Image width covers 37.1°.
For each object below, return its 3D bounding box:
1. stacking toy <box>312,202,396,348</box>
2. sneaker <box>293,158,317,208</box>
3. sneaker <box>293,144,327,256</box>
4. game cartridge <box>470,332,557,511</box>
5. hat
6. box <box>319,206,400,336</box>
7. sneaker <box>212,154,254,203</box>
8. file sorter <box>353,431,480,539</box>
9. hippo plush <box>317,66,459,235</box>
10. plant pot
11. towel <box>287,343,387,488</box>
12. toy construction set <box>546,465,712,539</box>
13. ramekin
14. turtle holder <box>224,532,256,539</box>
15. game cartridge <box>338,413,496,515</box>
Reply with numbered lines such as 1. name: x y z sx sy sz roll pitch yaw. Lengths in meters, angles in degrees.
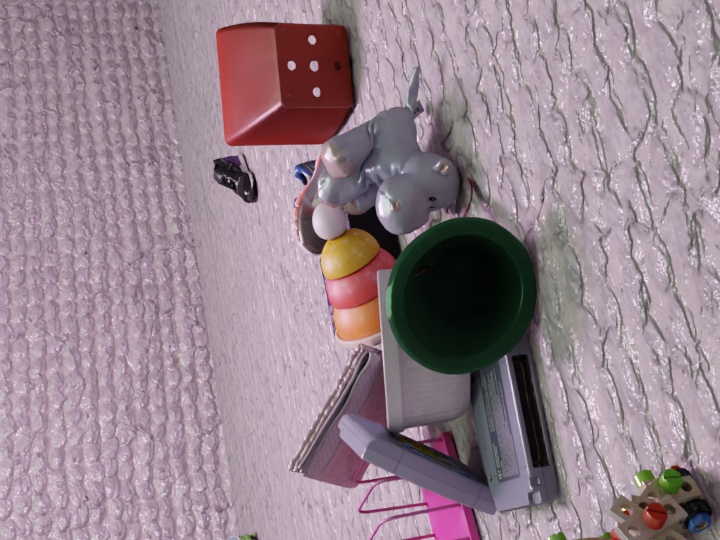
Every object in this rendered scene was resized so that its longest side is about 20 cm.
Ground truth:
1. stacking toy: -0.006 -0.008 1.483 0.202 0.145 0.146 63 169 -18
2. sneaker: -0.078 -0.101 1.894 0.077 0.084 0.203 131 131 -67
3. sneaker: -0.052 -0.123 1.758 0.082 0.076 0.203 4 79 61
4. game cartridge: 0.171 0.173 1.242 0.133 0.041 0.204 125 137 -71
5. hat: 0.106 0.013 1.246 0.167 0.198 0.176 60 173 -10
6. box: 0.000 0.000 1.686 0.201 0.077 0.143 118 146 -61
7. sneaker: -0.314 -0.218 2.630 0.201 0.086 0.077 -122 32 -56
8. file sorter: 0.073 0.347 1.457 0.140 0.123 0.203 112 149 -56
9. hippo plush: 0.058 -0.118 1.400 0.161 0.199 0.160 43 163 27
10. plant pot: -0.114 -0.324 1.800 0.175 0.197 0.204 -5 90 61
11. towel: -0.002 0.206 1.488 0.032 0.191 0.202 30 90 28
12. toy construction set: 0.226 0.230 0.914 0.201 0.129 0.093 111 149 -54
13. ramekin: 0.078 0.098 1.335 0.200 0.103 0.204 -4 -90 -89
14. turtle holder: -0.343 0.785 2.932 0.186 0.129 0.143 -119 29 -52
15. game cartridge: 0.076 0.240 1.329 0.041 0.198 0.133 -63 20 3
